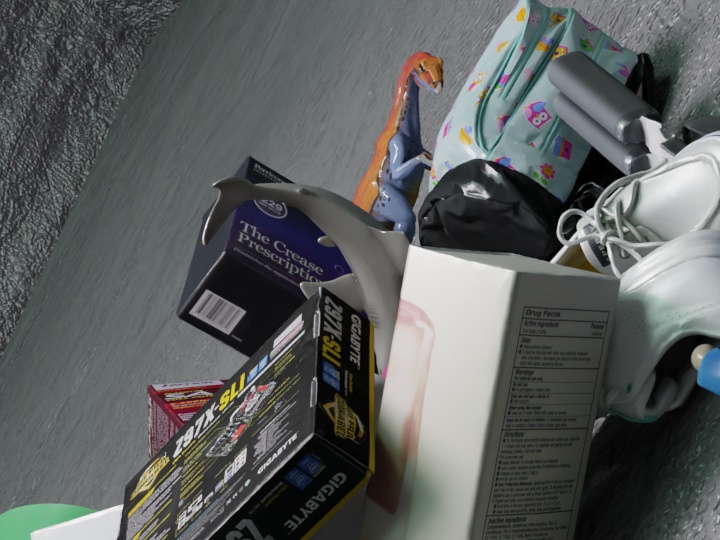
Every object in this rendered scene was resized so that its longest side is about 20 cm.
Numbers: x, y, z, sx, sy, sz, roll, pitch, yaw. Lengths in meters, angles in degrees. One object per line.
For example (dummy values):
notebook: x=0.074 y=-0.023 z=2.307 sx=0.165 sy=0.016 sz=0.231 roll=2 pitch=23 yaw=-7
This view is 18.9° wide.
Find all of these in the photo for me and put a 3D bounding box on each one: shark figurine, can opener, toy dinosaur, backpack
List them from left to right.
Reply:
shark figurine: x=-0.006 y=-0.022 z=1.568 sx=0.128 sy=0.214 sz=0.089 roll=-52 pitch=12 yaw=-24
toy dinosaur: x=0.029 y=-0.082 z=1.777 sx=0.105 sy=0.200 sz=0.182 roll=-139 pitch=36 yaw=-85
backpack: x=0.125 y=-0.097 z=1.555 sx=0.200 sy=0.127 sz=0.167 roll=-62 pitch=11 yaw=-24
can opener: x=0.188 y=-0.089 z=1.405 sx=0.066 sy=0.053 sz=0.200 roll=-24 pitch=34 yaw=-17

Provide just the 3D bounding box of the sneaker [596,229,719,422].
sneaker: x=0.148 y=0.061 z=1.263 sx=0.200 sy=0.075 sz=0.089 roll=-40 pitch=41 yaw=32

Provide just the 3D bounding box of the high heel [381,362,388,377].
high heel: x=0.021 y=0.130 z=1.543 sx=0.200 sy=0.067 sz=0.096 roll=-51 pitch=13 yaw=36

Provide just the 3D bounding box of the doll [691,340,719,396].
doll: x=0.230 y=0.013 z=1.139 sx=0.136 sy=0.048 sz=0.200 roll=-37 pitch=25 yaw=37

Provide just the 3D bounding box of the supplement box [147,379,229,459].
supplement box: x=-0.085 y=0.123 z=1.549 sx=0.200 sy=0.109 sz=0.061 roll=-156 pitch=64 yaw=-74

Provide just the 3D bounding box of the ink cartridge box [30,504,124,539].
ink cartridge box: x=-0.138 y=0.267 z=1.456 sx=0.084 sy=0.145 sz=0.200 roll=-17 pitch=73 yaw=22

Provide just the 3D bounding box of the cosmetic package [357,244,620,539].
cosmetic package: x=0.070 y=0.092 z=1.229 sx=0.087 sy=0.103 sz=0.200 roll=15 pitch=96 yaw=42

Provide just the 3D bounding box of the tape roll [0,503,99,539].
tape roll: x=-0.231 y=0.276 z=1.818 sx=0.200 sy=0.200 sz=0.048 roll=-44 pitch=22 yaw=44

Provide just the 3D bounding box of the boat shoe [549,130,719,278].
boat shoe: x=0.161 y=-0.020 z=1.313 sx=0.202 sy=0.086 sz=0.075 roll=-43 pitch=58 yaw=50

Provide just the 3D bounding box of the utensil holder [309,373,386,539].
utensil holder: x=-0.012 y=0.181 z=1.373 sx=0.200 sy=0.170 sz=0.170 roll=-60 pitch=14 yaw=-16

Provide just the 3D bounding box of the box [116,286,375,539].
box: x=-0.071 y=0.125 z=1.281 sx=0.200 sy=0.049 sz=0.160 roll=-46 pitch=19 yaw=22

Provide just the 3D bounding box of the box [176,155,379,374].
box: x=-0.030 y=0.020 z=1.672 sx=0.079 sy=0.200 sz=0.141 roll=-52 pitch=16 yaw=29
